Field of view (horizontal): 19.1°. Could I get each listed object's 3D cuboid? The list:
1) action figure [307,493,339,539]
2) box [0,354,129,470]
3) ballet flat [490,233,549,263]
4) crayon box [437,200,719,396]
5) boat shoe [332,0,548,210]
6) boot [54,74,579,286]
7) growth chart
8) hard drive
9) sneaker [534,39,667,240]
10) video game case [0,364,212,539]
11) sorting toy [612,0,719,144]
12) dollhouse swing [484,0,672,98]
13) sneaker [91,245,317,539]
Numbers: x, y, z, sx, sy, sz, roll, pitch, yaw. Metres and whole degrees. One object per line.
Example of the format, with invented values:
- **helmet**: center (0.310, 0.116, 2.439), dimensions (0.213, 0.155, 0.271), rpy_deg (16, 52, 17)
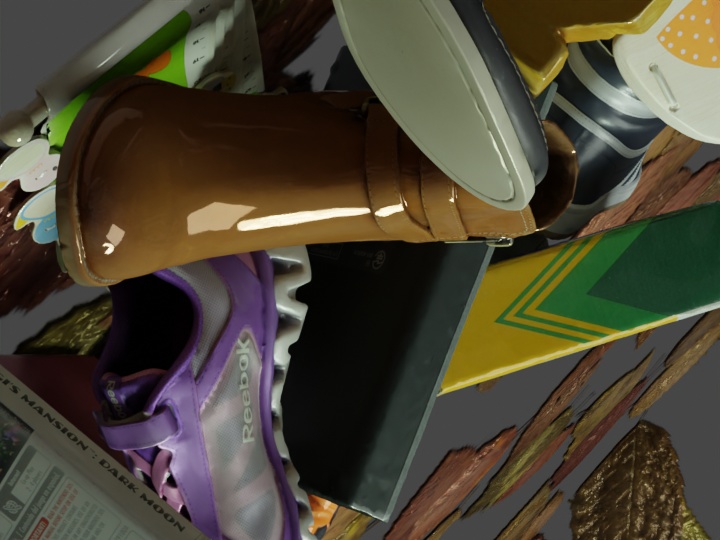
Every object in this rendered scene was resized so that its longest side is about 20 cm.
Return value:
- **action figure**: center (-0.096, 0.152, 1.152), dimensions (0.105, 0.198, 0.195), rpy_deg (64, 40, -66)
- **box**: center (-0.163, 0.117, 0.938), dimensions (0.128, 0.109, 0.200), rpy_deg (-49, 165, 11)
- **ballet flat**: center (0.059, -0.041, 1.187), dimensions (0.068, 0.063, 0.200), rpy_deg (-60, -162, 20)
- **crayon box**: center (0.068, 0.021, 1.024), dimensions (0.198, 0.052, 0.126), rpy_deg (-17, 180, -22)
- **boat shoe**: center (0.021, -0.114, 0.729), dimensions (0.063, 0.201, 0.072), rpy_deg (-40, -159, -23)
- **boot**: center (-0.012, -0.030, 0.810), dimensions (0.200, 0.154, 0.078), rpy_deg (-11, 106, -66)
- **growth chart**: center (-0.084, -0.058, 0.888), dimensions (0.145, 0.018, 0.200), rpy_deg (-45, 163, -11)
- **hard drive**: center (0.000, 0.000, 0.948), dimensions (0.033, 0.139, 0.202), rpy_deg (27, 82, -34)
- **sneaker**: center (0.129, -0.089, 1.083), dimensions (0.109, 0.070, 0.200), rpy_deg (-57, 174, 23)
- **video game case**: center (-0.166, 0.117, 0.792), dimensions (0.201, 0.181, 0.023), rpy_deg (-55, 173, 29)
- **sorting toy**: center (0.191, -0.107, 0.936), dimensions (0.106, 0.180, 0.201), rpy_deg (-29, -152, 21)
- **dollhouse swing**: center (0.107, -0.164, 0.891), dimensions (0.200, 0.182, 0.176), rpy_deg (-47, 154, -1)
- **sneaker**: center (-0.071, 0.071, 0.877), dimensions (0.080, 0.202, 0.088), rpy_deg (-5, 174, 36)
